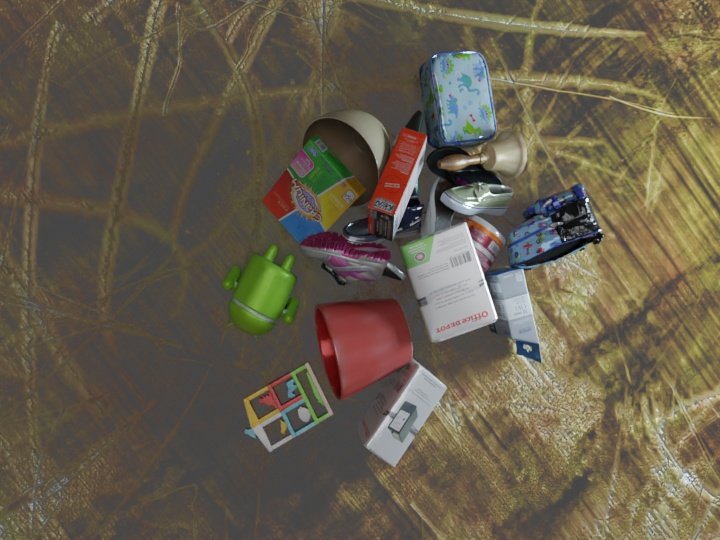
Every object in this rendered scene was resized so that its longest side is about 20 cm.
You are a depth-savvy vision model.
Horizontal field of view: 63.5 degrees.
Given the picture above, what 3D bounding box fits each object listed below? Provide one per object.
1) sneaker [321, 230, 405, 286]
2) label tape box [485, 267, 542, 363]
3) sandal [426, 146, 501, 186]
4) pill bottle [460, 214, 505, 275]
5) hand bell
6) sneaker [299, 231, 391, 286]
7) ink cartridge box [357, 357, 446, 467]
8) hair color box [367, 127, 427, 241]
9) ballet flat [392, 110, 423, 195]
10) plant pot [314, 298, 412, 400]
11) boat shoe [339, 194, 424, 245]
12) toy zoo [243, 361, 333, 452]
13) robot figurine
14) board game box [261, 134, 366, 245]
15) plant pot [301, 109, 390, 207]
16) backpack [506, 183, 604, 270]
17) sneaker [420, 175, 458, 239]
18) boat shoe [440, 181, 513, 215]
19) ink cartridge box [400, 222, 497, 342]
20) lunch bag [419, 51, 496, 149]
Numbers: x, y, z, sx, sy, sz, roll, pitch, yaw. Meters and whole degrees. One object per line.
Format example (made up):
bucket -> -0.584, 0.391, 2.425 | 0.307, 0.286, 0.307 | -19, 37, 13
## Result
sneaker -> 0.000, 0.000, 1.295 | 0.195, 0.071, 0.102 | 27, 90, 1
label tape box -> 0.329, 0.101, 1.287 | 0.064, 0.143, 0.207 | -11, 92, -5
sandal -> 0.236, -0.214, 1.287 | 0.195, 0.049, 0.076 | 19, 125, -22
pill bottle -> 0.227, -0.011, 1.294 | 0.108, 0.110, 0.203 | 35, 88, -5
hand bell -> 0.244, -0.236, 1.226 | 0.194, 0.103, 0.108 | -12, 92, -28
sneaker -> -0.037, -0.017, 1.217 | 0.194, 0.082, 0.091 | 16, 120, 10
ink cartridge box -> 0.086, 0.299, 1.266 | 0.083, 0.145, 0.203 | 35, 88, -6
hair color box -> 0.075, -0.177, 1.191 | 0.059, 0.102, 0.205 | 18, 66, 9
ballet flat -> 0.102, -0.257, 1.302 | 0.066, 0.068, 0.208 | 4, 90, 3
plant pot -> 0.008, 0.152, 1.245 | 0.172, 0.200, 0.208 | -13, 92, -15
boat shoe -> 0.048, -0.114, 1.262 | 0.194, 0.094, 0.076 | -14, 53, -22
toy zoo -> -0.174, 0.312, 1.303 | 0.196, 0.020, 0.134 | -28, 93, -5
robot figurine -> -0.210, 0.046, 1.249 | 0.172, 0.116, 0.205 | 27, 88, -10
board game box -> -0.103, -0.159, 1.237 | 0.153, 0.040, 0.200 | 46, 127, -3
plant pot -> -0.011, -0.260, 1.244 | 0.201, 0.200, 0.135 | 46, 51, -4
backpack -> 0.408, -0.084, 1.284 | 0.195, 0.182, 0.138 | -23, 84, 7
sneaker -> 0.167, -0.121, 1.311 | 0.071, 0.084, 0.206 | 22, 66, -19
boat shoe -> 0.257, -0.165, 1.280 | 0.195, 0.072, 0.063 | -2, 129, -37
ink cartridge box -> 0.180, 0.023, 1.191 | 0.141, 0.084, 0.206 | -19, 92, 9
lunch bag -> 0.218, -0.375, 1.294 | 0.156, 0.082, 0.208 | -11, 91, -18
